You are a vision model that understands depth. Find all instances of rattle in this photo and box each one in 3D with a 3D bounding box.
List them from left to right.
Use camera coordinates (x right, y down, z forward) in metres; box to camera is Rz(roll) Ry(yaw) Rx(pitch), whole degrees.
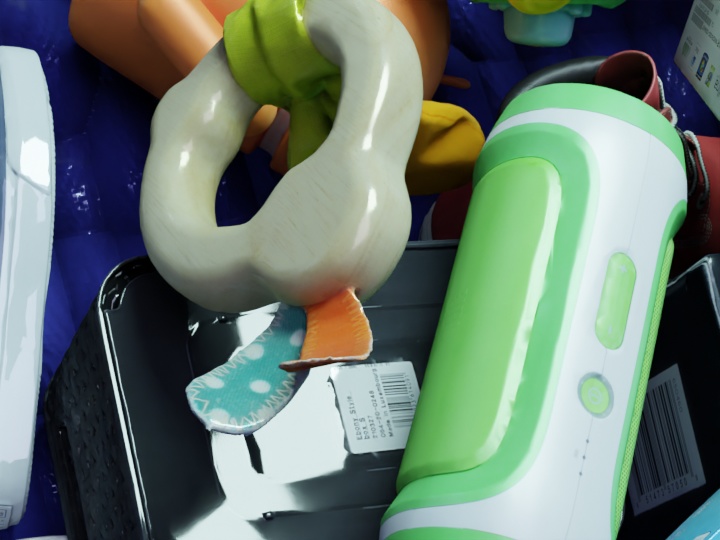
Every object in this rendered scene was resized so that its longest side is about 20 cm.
[{"bbox_3d":[0.000,0.000,0.706,0.129,0.143,0.201,-30,43,4],"label":"rattle"}]

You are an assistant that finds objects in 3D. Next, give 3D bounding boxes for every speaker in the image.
[{"bbox_3d":[0.065,0.034,0.714,0.088,0.089,0.202,21,61,-9],"label":"speaker"}]

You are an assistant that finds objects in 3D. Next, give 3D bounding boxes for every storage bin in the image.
[{"bbox_3d":[-0.012,0.071,0.776,0.198,0.094,0.136,-3,63,-25],"label":"storage bin"}]

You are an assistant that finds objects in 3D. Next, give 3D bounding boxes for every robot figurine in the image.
[{"bbox_3d":[-0.046,-0.114,0.847,0.199,0.144,0.117,32,84,-3],"label":"robot figurine"}]

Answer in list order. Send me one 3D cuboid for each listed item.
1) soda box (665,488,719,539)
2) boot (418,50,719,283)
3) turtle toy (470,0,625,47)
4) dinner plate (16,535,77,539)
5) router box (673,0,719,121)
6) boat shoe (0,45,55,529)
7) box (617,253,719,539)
[{"bbox_3d":[0.180,0.080,0.701,0.199,0.064,0.068,-38,86,-25],"label":"soda box"},{"bbox_3d":[0.136,-0.047,0.861,0.198,0.145,0.073,-8,63,-23],"label":"boot"},{"bbox_3d":[0.100,-0.168,0.817,0.199,0.101,0.146,-28,56,-7],"label":"turtle toy"},{"bbox_3d":[-0.110,0.201,0.743,0.198,0.024,0.202,7,65,-15],"label":"dinner plate"},{"bbox_3d":[0.228,-0.052,0.750,0.178,0.049,0.200,15,20,-9],"label":"router box"},{"bbox_3d":[-0.158,0.002,0.786,0.061,0.072,0.202,6,69,-18],"label":"boat shoe"},{"bbox_3d":[0.209,0.055,0.837,0.198,0.148,0.108,-6,74,-21],"label":"box"}]
